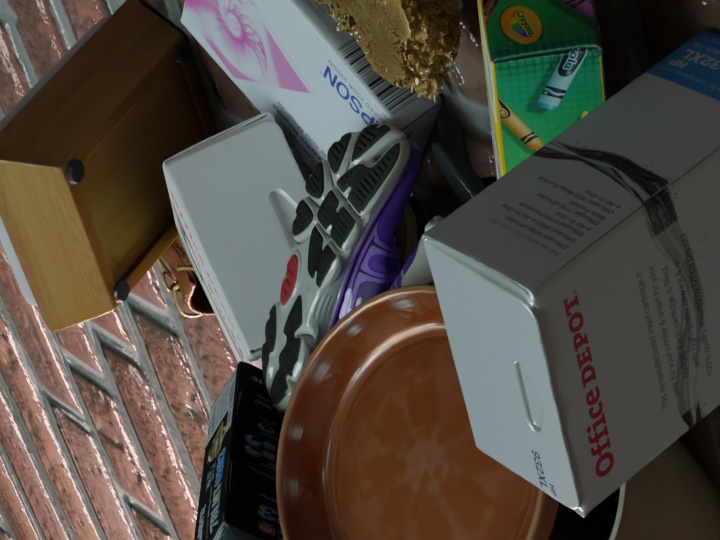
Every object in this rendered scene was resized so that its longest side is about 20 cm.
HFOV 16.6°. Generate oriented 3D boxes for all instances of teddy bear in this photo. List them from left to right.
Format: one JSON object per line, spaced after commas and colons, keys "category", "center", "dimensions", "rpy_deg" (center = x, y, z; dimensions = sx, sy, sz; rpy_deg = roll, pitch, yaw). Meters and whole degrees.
{"category": "teddy bear", "center": [0.000, -0.189, 1.426], "dimensions": [0.200, 0.067, 0.145], "rpy_deg": [41, 145, 44]}

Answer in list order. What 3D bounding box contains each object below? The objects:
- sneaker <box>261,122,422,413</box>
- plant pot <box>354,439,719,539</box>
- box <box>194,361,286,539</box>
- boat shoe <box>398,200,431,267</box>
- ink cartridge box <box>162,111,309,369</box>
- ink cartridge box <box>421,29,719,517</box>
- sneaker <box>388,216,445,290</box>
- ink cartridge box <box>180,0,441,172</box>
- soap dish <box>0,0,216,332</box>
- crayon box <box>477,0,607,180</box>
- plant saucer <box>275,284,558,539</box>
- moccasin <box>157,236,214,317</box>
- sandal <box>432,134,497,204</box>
{"category": "sneaker", "center": [0.000, 0.000, 1.527], "dimensions": [0.081, 0.083, 0.201], "rpy_deg": [-121, 43, -52]}
{"category": "plant pot", "center": [0.131, 0.149, 1.443], "dimensions": [0.200, 0.188, 0.187], "rpy_deg": [22, -173, -47]}
{"category": "box", "center": [-0.003, 0.158, 1.524], "dimensions": [0.200, 0.199, 0.050], "rpy_deg": [26, 116, -12]}
{"category": "boat shoe", "center": [0.043, 0.032, 1.623], "dimensions": [0.072, 0.072, 0.201], "rpy_deg": [-122, 24, -50]}
{"category": "ink cartridge box", "center": [-0.065, -0.002, 1.674], "dimensions": [0.200, 0.084, 0.146], "rpy_deg": [90, 154, -76]}
{"category": "ink cartridge box", "center": [0.140, -0.001, 1.214], "dimensions": [0.084, 0.200, 0.145], "rpy_deg": [29, 146, 43]}
{"category": "sneaker", "center": [0.060, 0.033, 1.506], "dimensions": [0.081, 0.083, 0.200], "rpy_deg": [45, 180, 30]}
{"category": "ink cartridge box", "center": [-0.040, -0.124, 1.605], "dimensions": [0.196, 0.043, 0.200], "rpy_deg": [49, 155, 14]}
{"category": "soap dish", "center": [-0.179, -0.075, 1.766], "dimensions": [0.081, 0.200, 0.158], "rpy_deg": [8, 132, 30]}
{"category": "crayon box", "center": [0.098, -0.078, 1.301], "dimensions": [0.200, 0.058, 0.119], "rpy_deg": [80, -176, -46]}
{"category": "plant saucer", "center": [0.034, 0.109, 1.371], "dimensions": [0.200, 0.032, 0.201], "rpy_deg": [-10, 75, 41]}
{"category": "moccasin", "center": [-0.111, 0.006, 1.864], "dimensions": [0.201, 0.078, 0.074], "rpy_deg": [38, -177, 26]}
{"category": "sandal", "center": [0.119, -0.010, 1.446], "dimensions": [0.200, 0.045, 0.075], "rpy_deg": [45, 179, 0]}
